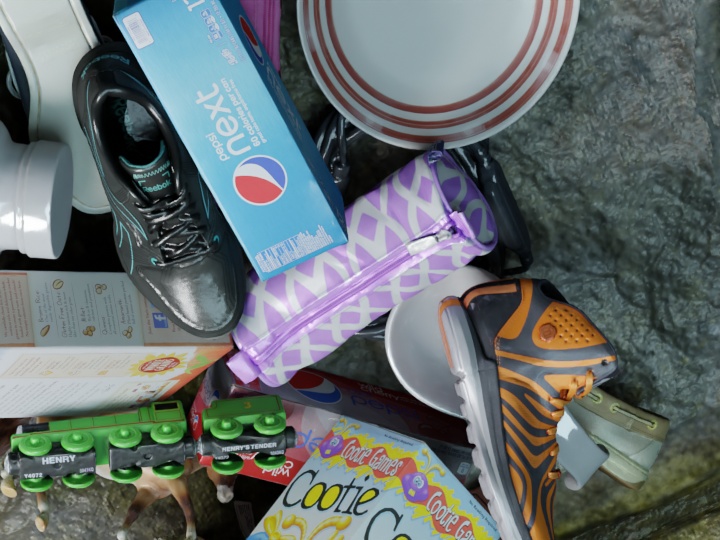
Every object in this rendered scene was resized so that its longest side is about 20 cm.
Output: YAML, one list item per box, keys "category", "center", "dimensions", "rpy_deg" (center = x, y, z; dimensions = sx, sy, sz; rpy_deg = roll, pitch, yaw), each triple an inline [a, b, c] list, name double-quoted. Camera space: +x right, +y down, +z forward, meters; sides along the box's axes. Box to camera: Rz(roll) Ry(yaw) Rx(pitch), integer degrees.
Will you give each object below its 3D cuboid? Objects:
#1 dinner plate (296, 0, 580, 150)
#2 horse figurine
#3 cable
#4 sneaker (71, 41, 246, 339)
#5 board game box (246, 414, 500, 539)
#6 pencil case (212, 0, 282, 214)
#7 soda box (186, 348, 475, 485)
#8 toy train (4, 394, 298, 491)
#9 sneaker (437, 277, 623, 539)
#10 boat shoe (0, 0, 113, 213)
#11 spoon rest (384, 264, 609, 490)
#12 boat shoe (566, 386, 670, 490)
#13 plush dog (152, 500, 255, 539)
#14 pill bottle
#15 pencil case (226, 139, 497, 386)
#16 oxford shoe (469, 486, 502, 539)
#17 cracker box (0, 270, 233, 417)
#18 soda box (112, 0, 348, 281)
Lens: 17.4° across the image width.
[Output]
- category: "dinner plate"
  center: [0.050, -0.180, 1.546]
  dimensions: [0.198, 0.024, 0.202]
  rpy_deg: [-5, 104, -19]
- category: "horse figurine"
  center: [-0.180, 0.137, 1.638]
  dimensions: [0.198, 0.133, 0.050]
  rpy_deg: [17, 128, -5]
- category: "cable"
  center: [0.022, -0.044, 1.625]
  dimensions: [0.162, 0.051, 0.201]
  rpy_deg: [-23, 121, 7]
- category: "sneaker"
  center: [-0.129, -0.042, 1.468]
  dimensions: [0.075, 0.079, 0.201]
  rpy_deg: [-25, 106, -1]
- category: "board game box"
  center: [-0.015, 0.215, 1.599]
  dimensions: [0.105, 0.103, 0.200]
  rpy_deg: [47, 71, -29]
- category: "pencil case"
  center: [-0.084, -0.129, 1.520]
  dimensions: [0.090, 0.094, 0.201]
  rpy_deg: [-15, 123, -25]
- category: "soda box"
  center: [-0.020, 0.119, 1.689]
  dimensions: [0.199, 0.064, 0.070]
  rpy_deg: [17, 112, -21]
- category: "toy train"
  center: [-0.142, 0.114, 1.590]
  dimensions: [0.198, 0.057, 0.042]
  rpy_deg: [-4, 120, -10]
- category: "sneaker"
  center: [0.128, 0.101, 1.569]
  dimensions: [0.111, 0.078, 0.202]
  rpy_deg: [-15, 92, -3]
- category: "boat shoe"
  center: [-0.194, -0.132, 1.509]
  dimensions: [0.074, 0.062, 0.201]
  rpy_deg: [-22, 119, 2]
- category: "spoon rest"
  center: [0.101, 0.079, 1.626]
  dimensions: [0.200, 0.061, 0.099]
  rpy_deg: [43, 86, -17]
- category: "boat shoe"
  center: [0.142, 0.081, 1.711]
  dimensions: [0.200, 0.074, 0.067]
  rpy_deg: [37, 86, -23]
- category: "plush dog"
  center: [-0.138, 0.270, 1.719]
  dimensions: [0.171, 0.161, 0.201]
  rpy_deg: [-20, 109, 19]
- category: "pill bottle"
  center: [-0.285, -0.053, 1.477]
  dimensions: [0.198, 0.104, 0.105]
  rpy_deg: [5, 118, 3]
- category: "pencil case"
  center: [0.000, 0.000, 1.568]
  dimensions: [0.199, 0.086, 0.084]
  rpy_deg: [-34, 118, 21]
- category: "oxford shoe"
  center: [0.064, 0.245, 1.790]
  dimensions: [0.200, 0.071, 0.074]
  rpy_deg: [-50, 143, 14]
- category: "cracker box"
  center: [-0.202, 0.049, 1.542]
  dimensions: [0.199, 0.058, 0.134]
  rpy_deg: [1, 158, -34]
- category: "soda box"
  center: [-0.078, -0.098, 1.451]
  dimensions: [0.064, 0.068, 0.201]
  rpy_deg: [-24, 116, 8]
